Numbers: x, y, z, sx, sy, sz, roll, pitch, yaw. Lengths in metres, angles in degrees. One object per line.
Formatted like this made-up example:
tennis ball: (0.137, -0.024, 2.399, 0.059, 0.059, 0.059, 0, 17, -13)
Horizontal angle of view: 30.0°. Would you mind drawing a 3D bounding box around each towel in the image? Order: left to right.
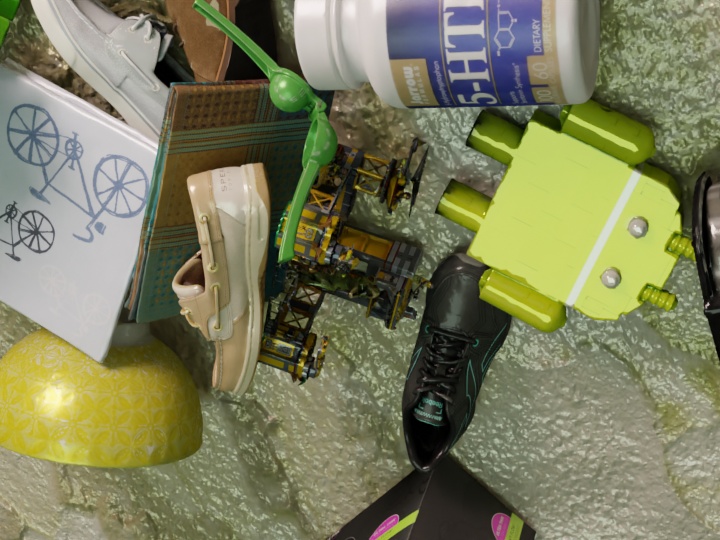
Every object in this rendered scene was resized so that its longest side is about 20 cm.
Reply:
towel: (-0.100, -0.056, 1.035, 0.022, 0.146, 0.201, 44, 130, 40)

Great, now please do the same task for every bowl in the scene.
bowl: (-0.230, 0.088, 1.172, 0.198, 0.200, 0.109, 10, 100, 12)

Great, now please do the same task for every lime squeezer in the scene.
lime squeezer: (-0.058, -0.108, 0.966, 0.070, 0.038, 0.202, -18, 82, -6)

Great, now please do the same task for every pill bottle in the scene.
pill bottle: (0.061, -0.174, 0.938, 0.198, 0.120, 0.121, 0, 121, 18)

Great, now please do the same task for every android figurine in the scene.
android figurine: (0.161, -0.038, 1.022, 0.199, 0.041, 0.183, 29, 115, 6)

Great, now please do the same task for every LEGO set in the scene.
LEGO set: (0.000, 0.000, 1.050, 0.115, 0.154, 0.201, 19, 128, 6)

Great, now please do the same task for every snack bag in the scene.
snack bag: (-0.248, -0.044, 1.090, 0.188, 0.021, 0.201, 28, 113, 16)

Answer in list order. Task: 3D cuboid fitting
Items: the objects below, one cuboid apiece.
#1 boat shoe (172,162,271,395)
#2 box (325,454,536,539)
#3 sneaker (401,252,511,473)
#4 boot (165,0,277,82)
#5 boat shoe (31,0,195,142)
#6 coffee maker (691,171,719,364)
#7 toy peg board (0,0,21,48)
boat shoe: (-0.108, 0.008, 1.019, 0.068, 0.074, 0.201, 0, 122, -10)
box: (0.039, 0.291, 1.216, 0.124, 0.149, 0.200, 40, 124, -8)
sneaker: (0.077, 0.081, 1.117, 0.075, 0.079, 0.201, 14, 122, 11)
boot: (-0.109, -0.176, 1.023, 0.075, 0.074, 0.202, 14, 111, 23)
boat shoe: (-0.172, -0.165, 1.058, 0.071, 0.070, 0.201, -33, 111, 21)
coffee maker: (0.353, 0.003, 0.964, 0.198, 0.136, 0.192, -8, 141, 23)
toy peg board: (-0.348, -0.144, 1.054, 0.097, 0.201, 0.200, 23, 127, -15)
